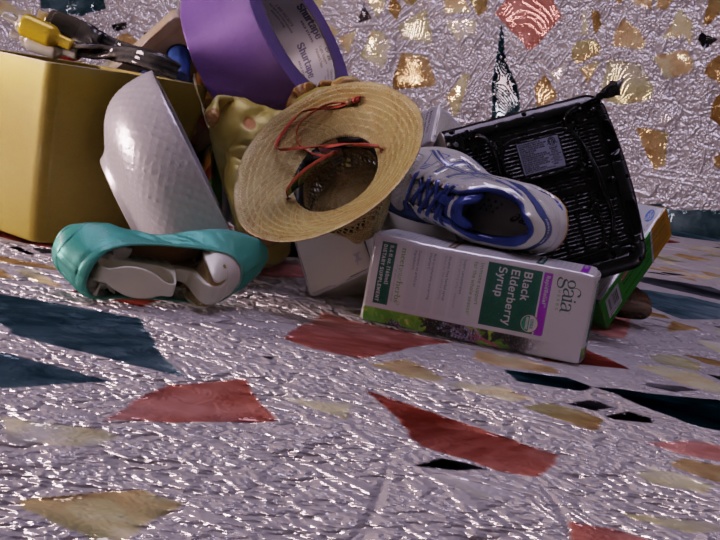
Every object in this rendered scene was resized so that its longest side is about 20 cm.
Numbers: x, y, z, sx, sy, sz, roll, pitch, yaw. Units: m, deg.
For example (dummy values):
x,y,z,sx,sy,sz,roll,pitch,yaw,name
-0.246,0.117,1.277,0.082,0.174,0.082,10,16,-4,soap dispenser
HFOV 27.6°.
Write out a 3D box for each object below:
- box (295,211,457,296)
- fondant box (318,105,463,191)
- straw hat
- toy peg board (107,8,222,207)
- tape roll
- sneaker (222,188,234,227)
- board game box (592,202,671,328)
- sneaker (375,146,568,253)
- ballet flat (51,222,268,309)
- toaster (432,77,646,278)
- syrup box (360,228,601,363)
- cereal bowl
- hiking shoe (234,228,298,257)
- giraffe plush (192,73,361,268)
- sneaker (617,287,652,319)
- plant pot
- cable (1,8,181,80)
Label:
x,y,z,sx,sy,sz,roll,pitch,yaw,name
0.027,-0.019,1.451,0.082,0.069,0.200,-24,-13,30,box
0.061,-0.101,1.731,0.199,0.059,0.144,-19,-46,41,fondant box
-0.014,-0.074,1.315,0.200,0.201,0.085,16,-31,42,straw hat
-0.199,-0.150,1.636,0.199,0.200,0.098,35,32,-34,toy peg board
-0.097,-0.231,1.551,0.085,0.201,0.200,-27,-8,22,tape roll
-0.115,-0.077,1.862,0.199,0.081,0.086,15,-8,-29,sneaker
0.214,-0.024,1.593,0.199,0.040,0.153,15,52,37,board game box
0.089,-0.068,1.337,0.199,0.076,0.088,15,10,24,sneaker
-0.155,0.004,1.202,0.199,0.068,0.070,5,33,-35,ballet flat
0.178,-0.069,1.449,0.199,0.182,0.119,-16,-3,-9,toaster
0.108,0.021,1.303,0.199,0.079,0.081,11,7,12,syrup box
-0.185,-0.079,1.367,0.083,0.201,0.200,-27,11,-3,cereal bowl
-0.081,-0.050,1.616,0.100,0.076,0.200,5,7,-13,hiking shoe
-0.061,-0.117,1.443,0.161,0.201,0.173,-16,10,-5,giraffe plush
0.240,-0.001,1.626,0.199,0.076,0.070,16,-3,43,sneaker
-0.300,-0.123,1.489,0.199,0.178,0.199,15,9,42,plant pot
-0.256,-0.209,1.441,0.199,0.051,0.097,26,-4,23,cable
